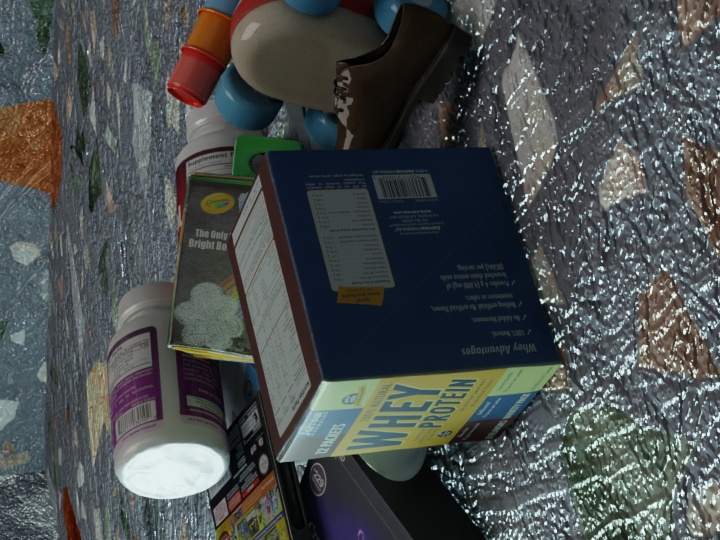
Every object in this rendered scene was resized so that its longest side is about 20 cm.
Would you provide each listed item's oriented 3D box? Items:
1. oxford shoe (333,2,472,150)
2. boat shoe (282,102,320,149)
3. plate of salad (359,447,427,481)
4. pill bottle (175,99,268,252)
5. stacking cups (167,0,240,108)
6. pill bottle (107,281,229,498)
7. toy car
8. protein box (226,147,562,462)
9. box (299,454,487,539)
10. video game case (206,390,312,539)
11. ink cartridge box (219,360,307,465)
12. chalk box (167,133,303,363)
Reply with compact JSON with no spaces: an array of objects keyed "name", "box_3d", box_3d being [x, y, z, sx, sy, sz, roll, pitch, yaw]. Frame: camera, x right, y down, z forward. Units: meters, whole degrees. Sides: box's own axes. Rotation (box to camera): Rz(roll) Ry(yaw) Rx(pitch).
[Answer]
[{"name":"oxford shoe","box_3d":[0.002,-0.135,1.231,0.201,0.084,0.073,-56,15,10]},{"name":"boat shoe","box_3d":[-0.037,-0.152,1.501,0.067,0.073,0.200,-59,-12,-27]},{"name":"plate of salad","box_3d":[0.001,0.089,1.291,0.048,0.200,0.202,-21,68,25]},{"name":"pill bottle","box_3d":[-0.130,-0.067,1.496,0.113,0.112,0.201,123,146,-59]},{"name":"stacking cups","box_3d":[-0.117,-0.245,1.355,0.201,0.060,0.060,-66,15,-14]},{"name":"pill bottle","box_3d":[-0.193,0.114,1.460,0.113,0.111,0.201,109,157,-48]},{"name":"toy car","box_3d":[-0.032,-0.245,1.334,0.185,0.176,0.201,125,150,-45]},{"name":"protein box","box_3d":[0.020,0.023,1.165,0.135,0.197,0.201,120,141,-53]},{"name":"box","box_3d":[0.021,0.243,1.314,0.200,0.078,0.142,49,127,44]},{"name":"video game case","box_3d":[-0.099,0.235,1.416,0.200,0.025,0.182,129,132,-55]},{"name":"ink cartridge box","box_3d":[-0.118,0.102,1.527,0.200,0.067,0.117,46,137,47]},{"name":"chalk box","box_3d":[-0.093,-0.019,1.331,0.124,0.123,0.202,62,-144,-82]}]
